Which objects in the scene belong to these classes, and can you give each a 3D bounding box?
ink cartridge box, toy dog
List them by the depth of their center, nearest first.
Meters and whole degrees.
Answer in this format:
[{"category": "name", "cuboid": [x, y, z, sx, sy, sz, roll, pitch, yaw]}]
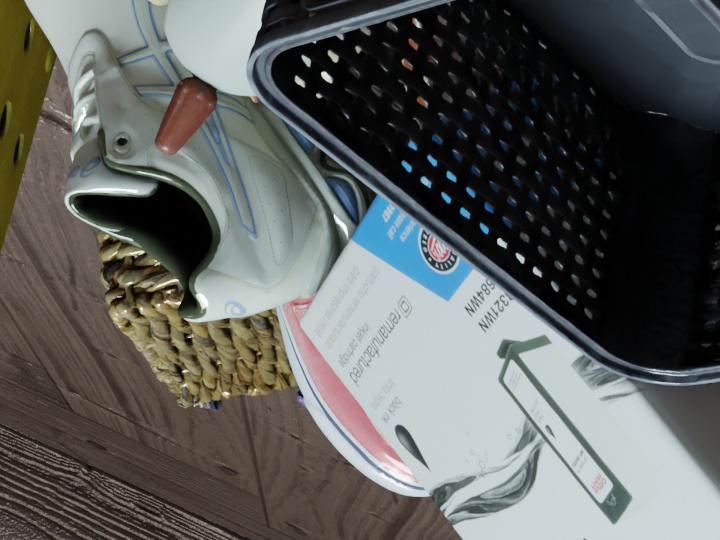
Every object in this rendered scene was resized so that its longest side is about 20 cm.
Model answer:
[{"category": "toy dog", "cuboid": [-0.030, -0.090, 0.691, 0.132, 0.097, 0.200, 24, 167, 1]}, {"category": "ink cartridge box", "cuboid": [0.085, 0.047, 0.715, 0.200, 0.084, 0.146, 52, 147, 14]}]

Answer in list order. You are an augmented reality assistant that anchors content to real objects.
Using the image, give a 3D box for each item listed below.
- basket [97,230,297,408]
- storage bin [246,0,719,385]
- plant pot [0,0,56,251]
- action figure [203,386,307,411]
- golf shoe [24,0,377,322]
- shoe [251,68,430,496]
[{"category": "basket", "cuboid": [-0.051, -0.032, 1.020, 0.142, 0.150, 0.200, -11, 162, 3]}, {"category": "storage bin", "cuboid": [0.083, -0.057, 0.559, 0.135, 0.094, 0.200, -11, 145, 41]}, {"category": "plant pot", "cuboid": [-0.244, -0.087, 0.920, 0.176, 0.201, 0.200, 13, 165, 3]}, {"category": "action figure", "cuboid": [-0.062, 0.040, 1.217, 0.199, 0.130, 0.069, 24, 130, -6]}, {"category": "golf shoe", "cuboid": [-0.086, -0.063, 0.794, 0.200, 0.097, 0.078, 46, 141, 19]}, {"category": "shoe", "cuboid": [0.000, 0.000, 0.864, 0.201, 0.071, 0.091, 66, 163, 6]}]
